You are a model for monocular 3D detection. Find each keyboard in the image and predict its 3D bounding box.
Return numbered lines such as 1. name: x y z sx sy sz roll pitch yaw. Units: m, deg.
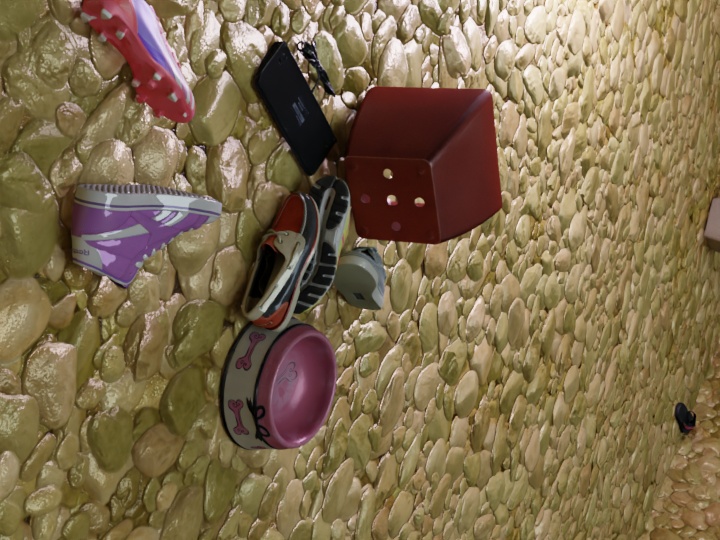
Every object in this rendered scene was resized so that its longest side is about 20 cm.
1. keyboard: -0.079 -0.237 1.502 0.127 0.021 0.200 -58 144 -24

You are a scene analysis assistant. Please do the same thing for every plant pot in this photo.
1. plant pot: 0.080 -0.142 1.595 0.176 0.200 0.200 -51 139 -50
2. plant pot: 1.231 -0.140 3.543 0.200 0.177 0.200 35 69 -57

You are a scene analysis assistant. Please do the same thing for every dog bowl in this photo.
1. dog bowl: -0.106 0.159 1.517 0.200 0.074 0.200 -22 116 -55

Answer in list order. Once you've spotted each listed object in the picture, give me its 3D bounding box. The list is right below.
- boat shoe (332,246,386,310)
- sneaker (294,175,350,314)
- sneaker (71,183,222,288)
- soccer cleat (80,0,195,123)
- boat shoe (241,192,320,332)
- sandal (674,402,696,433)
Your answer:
1. boat shoe: 0.001 0.000 1.637 0.201 0.070 0.072 67 30 -69
2. sneaker: -0.056 -0.032 1.549 0.090 0.078 0.200 15 97 -82
3. sneaker: -0.246 -0.039 1.240 0.200 0.073 0.114 -3 105 -48
4. soccer cleat: -0.233 -0.245 1.204 0.200 0.067 0.077 55 48 -47
5. boat shoe: -0.109 -0.018 1.466 0.063 0.071 0.200 31 68 -45
6. sandal: 1.086 0.494 3.613 0.200 0.045 0.075 43 62 -55
